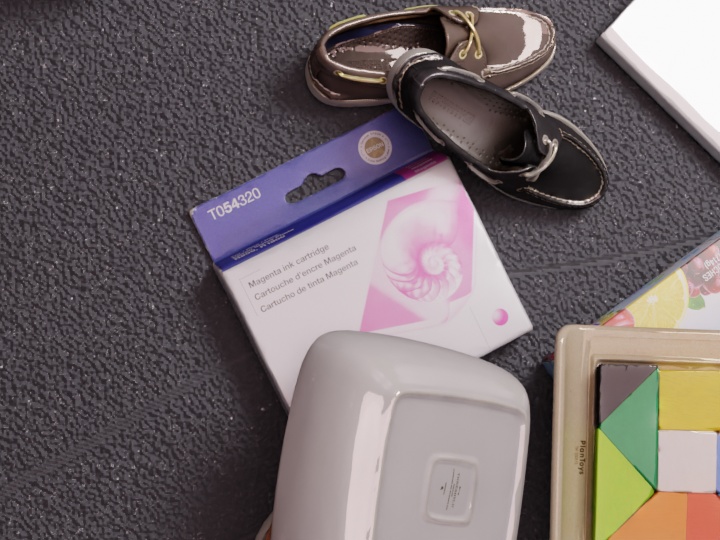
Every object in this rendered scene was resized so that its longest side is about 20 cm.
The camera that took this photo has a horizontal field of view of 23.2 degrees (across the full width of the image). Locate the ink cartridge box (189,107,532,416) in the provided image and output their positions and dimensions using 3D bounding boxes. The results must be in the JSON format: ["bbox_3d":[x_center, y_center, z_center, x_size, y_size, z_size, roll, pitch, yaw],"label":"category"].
[{"bbox_3d":[0.000,0.000,1.312,0.195,0.043,0.201,-27,89,-9],"label":"ink cartridge box"}]

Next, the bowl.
[{"bbox_3d":[0.041,0.150,1.224,0.198,0.074,0.202,13,84,-36],"label":"bowl"}]

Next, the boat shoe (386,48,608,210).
[{"bbox_3d":[0.110,-0.098,1.301,0.199,0.060,0.074,33,97,-23],"label":"boat shoe"}]

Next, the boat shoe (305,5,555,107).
[{"bbox_3d":[0.058,-0.167,1.328,0.198,0.060,0.073,-7,77,-9],"label":"boat shoe"}]

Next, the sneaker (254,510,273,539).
[{"bbox_3d":[-0.061,0.245,1.252,0.077,0.085,0.201,31,80,-3],"label":"sneaker"}]

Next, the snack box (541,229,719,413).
[{"bbox_3d":[0.266,0.079,1.323,0.199,0.068,0.169,-34,89,-8],"label":"snack box"}]

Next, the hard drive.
[{"bbox_3d":[0.299,-0.158,1.377,0.200,0.027,0.132,44,80,-1],"label":"hard drive"}]

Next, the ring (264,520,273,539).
[{"bbox_3d":[0.003,0.238,1.253,0.199,0.019,0.203,11,72,-38],"label":"ring"}]

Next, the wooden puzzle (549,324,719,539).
[{"bbox_3d":[0.235,0.135,1.261,0.198,0.037,0.187,2,85,-5],"label":"wooden puzzle"}]
